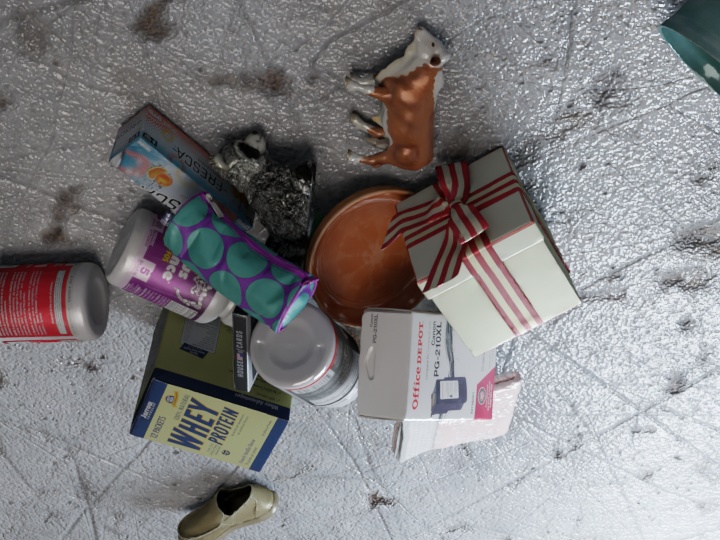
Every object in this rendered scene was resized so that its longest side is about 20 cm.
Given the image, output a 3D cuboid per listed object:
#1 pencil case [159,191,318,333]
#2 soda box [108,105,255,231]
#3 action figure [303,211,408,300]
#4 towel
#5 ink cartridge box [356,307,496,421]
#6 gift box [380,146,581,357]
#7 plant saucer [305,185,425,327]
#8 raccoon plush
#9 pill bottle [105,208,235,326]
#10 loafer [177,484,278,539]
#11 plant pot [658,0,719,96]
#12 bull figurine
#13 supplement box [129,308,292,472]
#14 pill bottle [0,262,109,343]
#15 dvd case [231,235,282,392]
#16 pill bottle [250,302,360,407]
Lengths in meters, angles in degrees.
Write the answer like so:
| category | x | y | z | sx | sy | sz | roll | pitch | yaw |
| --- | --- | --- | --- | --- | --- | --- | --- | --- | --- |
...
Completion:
| category | x | y | z | sx | sy | sz | roll | pitch | yaw |
| --- | --- | --- | --- | --- | --- | --- | --- | --- | --- |
| pencil case | -0.150 | -0.013 | 1.553 | 0.200 | 0.085 | 0.093 | 37 | 119 | 11 |
| soda box | -0.225 | -0.118 | 1.625 | 0.064 | 0.069 | 0.200 | -31 | 125 | 31 |
| action figure | 0.000 | 0.000 | 1.717 | 0.200 | 0.055 | 0.118 | 18 | 104 | -28 |
| towel | 0.142 | 0.222 | 1.878 | 0.190 | 0.032 | 0.200 | -15 | 154 | -8 |
| ink cartridge box | 0.092 | 0.127 | 1.688 | 0.084 | 0.145 | 0.200 | 2 | 177 | 41 |
| gift box | 0.144 | -0.018 | 1.586 | 0.200 | 0.185 | 0.187 | -30 | 128 | 8 |
| plant saucer | 0.019 | -0.019 | 1.668 | 0.200 | 0.032 | 0.201 | -12 | 121 | -21 |
| raccoon plush | -0.131 | -0.074 | 1.595 | 0.134 | 0.201 | 0.097 | 7 | 172 | 0 |
| pill bottle | -0.235 | 0.004 | 1.717 | 0.200 | 0.112 | 0.112 | 25 | 132 | -19 |
| loafer | -0.236 | 0.409 | 2.149 | 0.200 | 0.076 | 0.067 | -26 | 126 | 16 |
| plant pot | 0.444 | -0.249 | 1.363 | 0.200 | 0.200 | 0.134 | 38 | 100 | -28 |
| bull figurine | 0.045 | -0.201 | 1.521 | 0.121 | 0.065 | 0.200 | 5 | 133 | 6 |
| supplement box | -0.201 | 0.146 | 1.791 | 0.200 | 0.200 | 0.134 | 18 | 134 | -12 |
| pill bottle | -0.467 | 0.047 | 1.784 | 0.199 | 0.112 | 0.112 | -2 | 134 | 8 |
| dvd case | -0.128 | 0.040 | 1.681 | 0.025 | 0.200 | 0.151 | 12 | 136 | 9 |
| pill bottle | -0.062 | 0.117 | 1.668 | 0.114 | 0.114 | 0.200 | -8 | 163 | 13 |
